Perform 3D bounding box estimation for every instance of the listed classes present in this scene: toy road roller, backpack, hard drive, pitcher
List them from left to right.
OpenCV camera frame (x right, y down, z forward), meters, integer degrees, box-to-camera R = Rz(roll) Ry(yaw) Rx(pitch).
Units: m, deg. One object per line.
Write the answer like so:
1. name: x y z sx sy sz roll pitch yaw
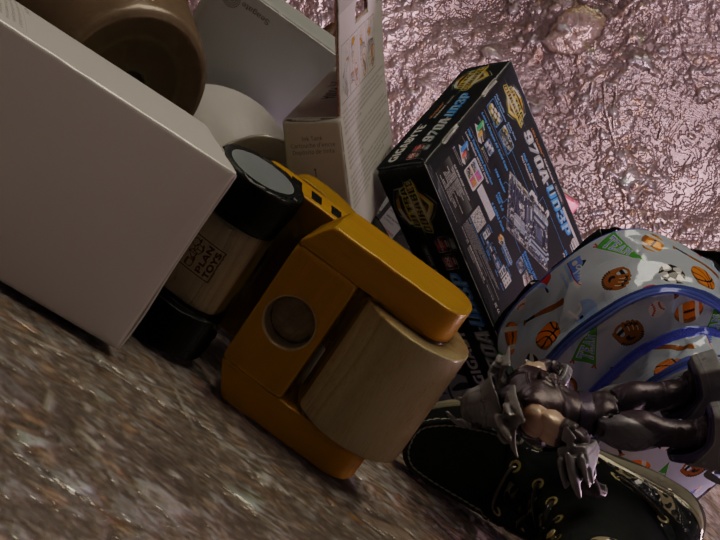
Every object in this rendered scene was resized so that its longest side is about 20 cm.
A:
1. pitcher: -0.094 -0.044 1.288 0.200 0.121 0.172 40 -31 61
2. hard drive: -0.100 -0.123 1.385 0.132 0.200 0.027 36 30 7
3. toy road roller: -0.028 0.013 1.046 0.200 0.123 0.146 37 18 7
4. backpack: 0.196 0.069 1.235 0.190 0.200 0.154 32 18 -30

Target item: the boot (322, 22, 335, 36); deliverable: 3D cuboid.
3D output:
1. boot: -0.128 -0.166 1.473 0.199 0.187 0.064 24 -19 16

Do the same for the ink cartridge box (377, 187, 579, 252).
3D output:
1. ink cartridge box: 0.069 -0.021 1.491 0.083 0.200 0.145 45 12 34

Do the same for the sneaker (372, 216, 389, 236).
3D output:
1. sneaker: 0.000 0.000 1.259 0.074 0.080 0.200 -7 40 -9

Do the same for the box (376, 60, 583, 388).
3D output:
1. box: 0.099 -0.032 1.308 0.159 0.046 0.201 -51 124 -45

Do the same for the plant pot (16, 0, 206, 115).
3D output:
1. plant pot: -0.192 -0.162 1.228 0.200 0.200 0.175 29 13 -42

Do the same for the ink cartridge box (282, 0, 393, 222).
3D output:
1. ink cartridge box: -0.014 -0.122 1.219 0.045 0.177 0.200 -2 16 10

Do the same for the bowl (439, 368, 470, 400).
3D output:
1. bowl: 0.116 0.089 1.413 0.200 0.094 0.201 34 7 -5

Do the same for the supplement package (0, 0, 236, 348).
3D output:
1. supplement package: -0.187 -0.070 0.951 0.200 0.120 0.121 32 7 -19

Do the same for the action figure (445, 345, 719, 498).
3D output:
1. action figure: 0.151 0.091 1.072 0.199 0.070 0.130 2 31 -1

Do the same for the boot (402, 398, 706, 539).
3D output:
1. boot: 0.110 0.151 1.072 0.203 0.074 0.154 21 19 8
